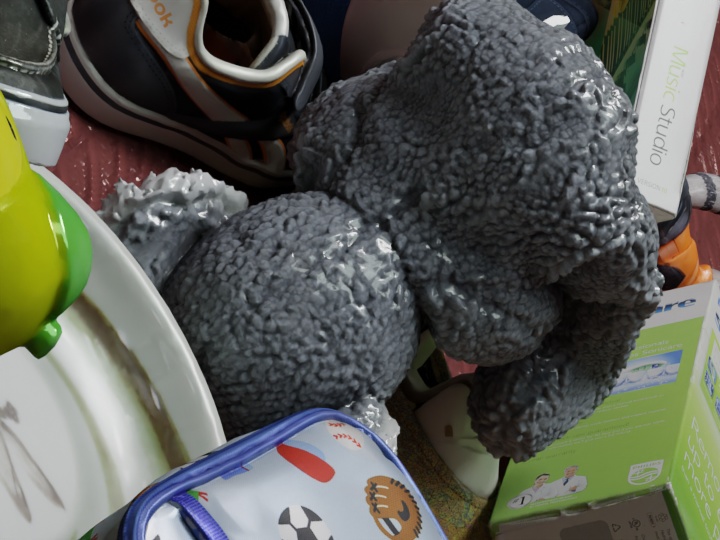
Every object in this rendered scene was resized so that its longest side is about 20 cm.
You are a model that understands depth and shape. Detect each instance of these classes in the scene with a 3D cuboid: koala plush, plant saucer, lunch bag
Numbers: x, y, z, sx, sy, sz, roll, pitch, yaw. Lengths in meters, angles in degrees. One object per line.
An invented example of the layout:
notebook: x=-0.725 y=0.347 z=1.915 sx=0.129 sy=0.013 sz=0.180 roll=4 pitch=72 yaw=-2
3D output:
koala plush: x=0.000 y=0.000 z=1.048 sx=0.199 sy=0.184 sz=0.178 roll=-30 pitch=77 yaw=-23
plant saucer: x=-0.122 y=0.045 z=0.908 sx=0.200 sy=0.050 sz=0.201 roll=43 pitch=27 yaw=-29
lunch bag: x=-0.011 y=0.151 z=0.844 sx=0.201 sy=0.075 sz=0.160 roll=60 pitch=31 yaw=5

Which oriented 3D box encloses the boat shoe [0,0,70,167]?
boat shoe: x=-0.135 y=-0.092 z=0.940 sx=0.072 sy=0.071 sz=0.200 roll=19 pitch=13 yaw=-22

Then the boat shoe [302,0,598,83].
boat shoe: x=0.036 y=-0.106 z=1.246 sx=0.200 sy=0.068 sz=0.085 roll=25 pitch=-42 yaw=52

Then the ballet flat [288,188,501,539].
ballet flat: x=0.024 y=0.043 z=1.167 sx=0.071 sy=0.070 sz=0.201 roll=10 pitch=53 yaw=-58

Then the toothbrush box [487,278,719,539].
toothbrush box: x=0.132 y=0.117 z=1.219 sx=0.200 sy=0.085 sz=0.147 roll=-64 pitch=137 yaw=-63

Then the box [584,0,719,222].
box: x=0.091 y=-0.084 z=1.234 sx=0.036 sy=0.200 sz=0.145 roll=20 pitch=75 yaw=-25

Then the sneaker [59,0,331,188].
sneaker: x=-0.047 y=-0.089 z=1.175 sx=0.200 sy=0.079 sz=0.079 roll=10 pitch=51 yaw=-61

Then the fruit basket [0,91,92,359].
fruit basket: x=-0.170 y=-0.055 z=0.774 sx=0.214 sy=0.156 sz=0.216 roll=7 pitch=32 yaw=-4

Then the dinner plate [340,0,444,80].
dinner plate: x=0.046 y=-0.037 z=1.193 sx=0.024 sy=0.200 sz=0.201 roll=-30 pitch=87 yaw=-26

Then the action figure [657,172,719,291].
action figure: x=0.141 y=-0.065 z=1.475 sx=0.193 sy=0.104 sz=0.201 roll=31 pitch=36 yaw=-61
